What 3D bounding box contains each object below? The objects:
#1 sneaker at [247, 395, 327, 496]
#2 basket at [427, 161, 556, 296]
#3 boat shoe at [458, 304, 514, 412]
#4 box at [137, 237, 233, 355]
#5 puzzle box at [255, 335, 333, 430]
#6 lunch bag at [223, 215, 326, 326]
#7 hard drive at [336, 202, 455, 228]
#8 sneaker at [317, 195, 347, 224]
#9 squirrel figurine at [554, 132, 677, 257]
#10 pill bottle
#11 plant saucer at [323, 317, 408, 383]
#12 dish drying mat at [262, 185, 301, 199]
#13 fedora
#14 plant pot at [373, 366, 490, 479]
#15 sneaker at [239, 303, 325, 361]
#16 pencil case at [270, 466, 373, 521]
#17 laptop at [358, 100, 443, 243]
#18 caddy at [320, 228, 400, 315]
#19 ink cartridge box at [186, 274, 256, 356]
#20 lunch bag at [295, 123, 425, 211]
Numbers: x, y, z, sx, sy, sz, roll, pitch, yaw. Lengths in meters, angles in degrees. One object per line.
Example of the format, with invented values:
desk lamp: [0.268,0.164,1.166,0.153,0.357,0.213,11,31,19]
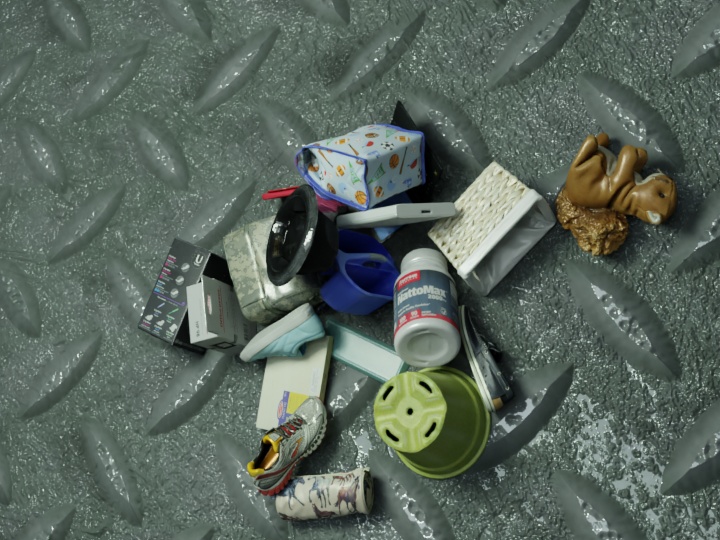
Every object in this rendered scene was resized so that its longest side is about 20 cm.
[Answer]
sneaker: [-0.133,0.317,1.645,0.077,0.083,0.201,19,64,38]
basket: [0.237,-0.078,1.617,0.200,0.135,0.124,-46,60,6]
boat shoe: [0.222,0.152,1.595,0.061,0.075,0.203,-20,64,4]
box: [-0.353,0.054,1.837,0.104,0.122,0.204,20,85,26]
puzzle box: [-0.129,0.219,1.742,0.130,0.025,0.205,7,85,25]
lunch bag: [-0.158,-0.005,1.759,0.165,0.139,0.204,-25,67,21]
hard drive: [0.062,-0.099,1.610,0.199,0.130,0.027,-6,88,58]
sneaker: [-0.076,-0.094,1.729,0.073,0.200,0.089,23,103,1]
squirrel figurine: [0.447,-0.120,1.556,0.185,0.141,0.203,32,104,16]
pill bottle: [0.117,0.062,1.607,0.117,0.120,0.203,-18,42,17]
plant saucer: [0.001,0.158,1.718,0.197,0.019,0.071,24,87,25]
dish drying mat: [-0.101,-0.166,1.803,0.196,0.076,0.019,-6,94,30]
fedora: [-0.093,-0.052,1.570,0.200,0.090,0.204,-44,36,44]
plant pot: [0.111,0.256,1.552,0.196,0.184,0.205,-6,75,21]
sneaker: [-0.150,0.144,1.714,0.198,0.074,0.083,-31,100,33]
pencil case: [-0.066,0.411,1.645,0.196,0.078,0.091,-11,97,21]
laptop: [0.057,-0.189,1.737,0.102,0.201,0.179,-20,64,-23]
caddy: [0.000,0.000,1.668,0.104,0.198,0.144,-36,63,28]
ink cartridge box: [-0.282,0.091,1.754,0.065,0.200,0.118,-15,71,19]
lunch bag: [-0.002,-0.202,1.662,0.198,0.168,0.126,23,126,39]
